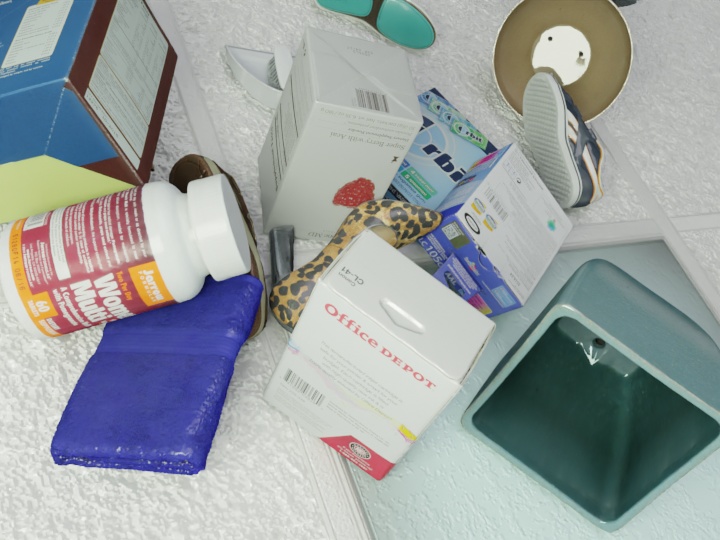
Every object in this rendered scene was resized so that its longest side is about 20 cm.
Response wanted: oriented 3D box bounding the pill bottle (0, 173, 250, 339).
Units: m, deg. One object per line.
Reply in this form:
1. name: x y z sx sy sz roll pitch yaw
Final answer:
1. pill bottle: -0.205 -0.016 0.732 0.198 0.110 0.110 -15 57 0

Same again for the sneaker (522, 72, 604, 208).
1. sneaker: 0.290 -0.183 1.168 0.079 0.078 0.202 -3 76 -30

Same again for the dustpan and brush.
1. dustpan and brush: -0.092 -0.232 1.043 0.138 0.057 0.202 3 53 -24

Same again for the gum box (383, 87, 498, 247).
1. gum box: 0.089 -0.140 1.068 0.170 0.045 0.199 46 49 12

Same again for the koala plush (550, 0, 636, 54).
1. koala plush: 0.381 -0.503 1.417 0.182 0.178 0.201 15 52 0

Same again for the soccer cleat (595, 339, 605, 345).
1. soccer cleat: 0.350 0.070 1.013 0.198 0.065 0.084 22 45 -8

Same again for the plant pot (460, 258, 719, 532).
1. plant pot: 0.256 0.103 0.865 0.195 0.197 0.200 35 37 4

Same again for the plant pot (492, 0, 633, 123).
1. plant pot: 0.304 -0.322 1.238 0.199 0.201 0.134 34 20 3

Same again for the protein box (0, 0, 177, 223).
1. protein box: -0.305 -0.174 0.784 0.196 0.135 0.202 -11 49 14

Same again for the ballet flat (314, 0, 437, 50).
1. ballet flat: 0.024 -0.396 1.234 0.198 0.070 0.070 19 48 -10

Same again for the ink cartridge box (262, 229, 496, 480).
1. ink cartridge box: 0.010 0.084 0.745 0.147 0.201 0.086 36 47 5

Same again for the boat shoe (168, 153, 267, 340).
1. boat shoe: -0.132 -0.025 0.852 0.075 0.074 0.204 12 57 -65

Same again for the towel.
1. towel: -0.175 0.089 0.735 0.146 0.050 0.201 -1 46 16

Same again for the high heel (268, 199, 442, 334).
1. high heel: 0.000 0.000 0.869 0.198 0.072 0.144 -11 49 2

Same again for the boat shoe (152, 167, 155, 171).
1. boat shoe: -0.260 -0.112 0.870 0.074 0.075 0.201 37 30 -40

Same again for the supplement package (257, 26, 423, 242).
1. supplement package: -0.030 -0.140 0.904 0.120 0.201 0.121 7 51 -20

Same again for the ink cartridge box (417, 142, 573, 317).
1. ink cartridge box: 0.154 -0.039 0.966 0.137 0.076 0.200 51 48 -11
